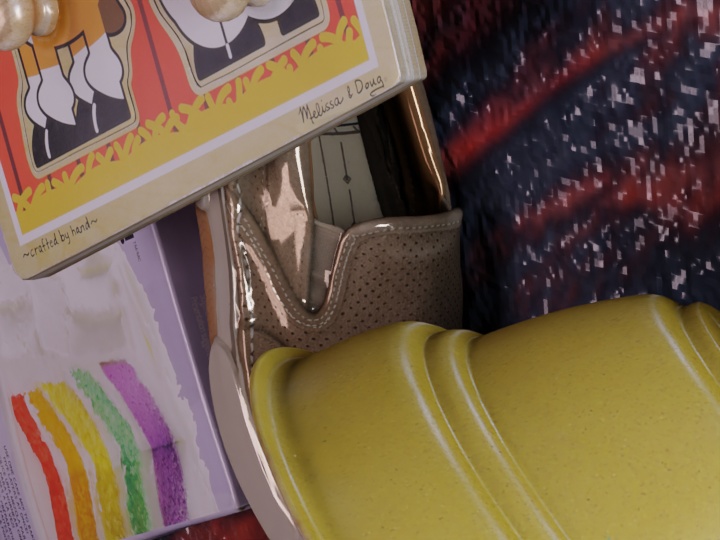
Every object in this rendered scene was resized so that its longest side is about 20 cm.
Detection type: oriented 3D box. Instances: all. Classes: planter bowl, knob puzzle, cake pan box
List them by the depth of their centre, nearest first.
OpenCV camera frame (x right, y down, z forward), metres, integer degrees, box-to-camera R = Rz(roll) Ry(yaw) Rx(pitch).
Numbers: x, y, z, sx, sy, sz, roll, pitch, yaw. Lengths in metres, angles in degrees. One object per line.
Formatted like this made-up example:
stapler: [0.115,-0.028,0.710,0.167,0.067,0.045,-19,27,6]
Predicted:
planter bowl: [0.073,0.067,0.618,0.083,0.200,0.201,-42,59,12]
knob puzzle: [-0.075,-0.116,0.752,0.219,0.030,0.221,13,107,46]
cake pan box: [-0.087,-0.011,0.919,0.184,0.052,0.201,-19,87,57]

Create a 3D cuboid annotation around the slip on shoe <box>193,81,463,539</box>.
slip on shoe: [0.000,0.000,0.769,0.060,0.076,0.201,-22,78,47]
